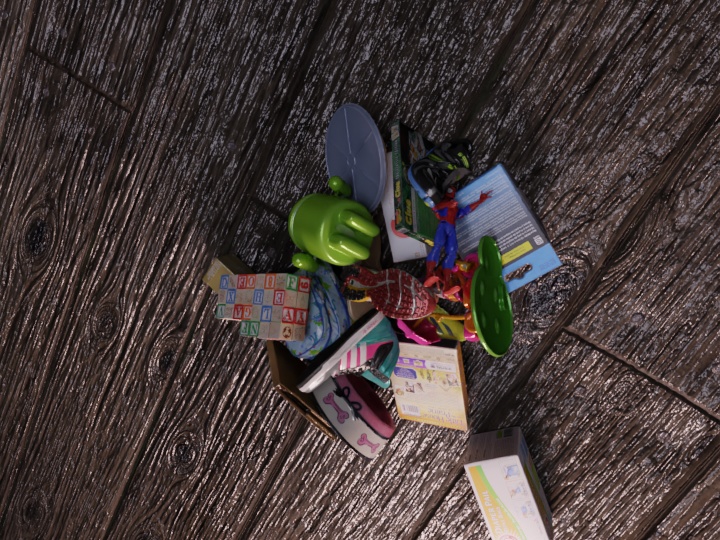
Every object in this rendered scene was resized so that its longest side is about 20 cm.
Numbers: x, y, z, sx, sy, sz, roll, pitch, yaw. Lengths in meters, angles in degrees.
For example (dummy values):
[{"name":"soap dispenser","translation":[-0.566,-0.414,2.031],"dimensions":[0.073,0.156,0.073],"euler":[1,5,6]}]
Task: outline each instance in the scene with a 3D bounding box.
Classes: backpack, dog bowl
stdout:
[{"name":"backpack","translation":[-0.096,0.077,1.007],"dimensions":[0.163,0.154,0.200],"euler":[-32,89,24]},{"name":"dog bowl","translation":[-0.012,0.263,1.005],"dimensions":[0.074,0.200,0.200],"euler":[-40,86,3]}]

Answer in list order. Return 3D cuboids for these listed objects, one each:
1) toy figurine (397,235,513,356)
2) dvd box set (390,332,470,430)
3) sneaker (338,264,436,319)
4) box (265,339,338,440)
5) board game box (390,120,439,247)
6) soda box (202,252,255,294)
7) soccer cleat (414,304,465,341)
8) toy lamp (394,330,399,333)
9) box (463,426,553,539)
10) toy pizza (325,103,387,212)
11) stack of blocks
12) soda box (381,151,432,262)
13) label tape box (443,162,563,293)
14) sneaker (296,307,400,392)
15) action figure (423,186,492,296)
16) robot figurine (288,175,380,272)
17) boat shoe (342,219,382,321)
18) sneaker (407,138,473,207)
[{"name":"toy figurine","translation":[0.144,0.052,0.886],"dimensions":[0.184,0.150,0.200],"euler":[-11,70,36]},{"name":"dvd box set","translation":[0.128,0.211,0.982],"dimensions":[0.146,0.029,0.200],"euler":[3,121,29]},{"name":"sneaker","translation":[0.053,0.031,0.873],"dimensions":[0.200,0.082,0.078],"euler":[19,98,48]},{"name":"box","translation":[-0.115,0.219,0.998],"dimensions":[0.021,0.200,0.164],"euler":[-42,113,3]},{"name":"board game box","translation":[0.095,-0.147,0.884],"dimensions":[0.023,0.105,0.200],"euler":[-18,63,39]},{"name":"soda box","translation":[-0.234,0.054,1.098],"dimensions":[0.200,0.068,0.064],"euler":[42,111,7]},{"name":"soccer cleat","translation":[0.118,0.071,0.985],"dimensions":[0.200,0.065,0.084],"euler":[26,105,13]},{"name":"toy lamp","translation":[0.080,0.134,1.016],"dimensions":[0.200,0.058,0.058],"euler":[22,107,16]},{"name":"box","translation":[0.282,0.418,0.972],"dimensions":[0.101,0.112,0.200],"euler":[-19,95,21]},{"name":"toy pizza","translation":[-0.005,-0.201,0.943],"dimensions":[0.200,0.032,0.201],"euler":[33,131,50]},{"name":"stack of blocks","translation":[-0.187,0.067,0.962],"dimensions":[0.200,0.059,0.115],"euler":[-1,80,42]},{"name":"soda box","translation":[0.080,-0.120,0.960],"dimensions":[0.068,0.064,0.200],"euler":[-10,98,20]},{"name":"label tape box","translation":[0.241,-0.067,0.914],"dimensions":[0.144,0.063,0.200],"euler":[-32,89,24]},{"name":"sneaker","translation":[-0.006,0.173,0.920],"dimensions":[0.200,0.084,0.121],"euler":[-41,99,-3]},{"name":"action figure","translation":[0.153,-0.070,0.823],"dimensions":[0.065,0.200,0.099],"euler":[24,143,-22]},{"name":"robot figurine","translation":[-0.054,-0.076,0.925],"dimensions":[0.200,0.116,0.176],"euler":[23,90,53]},{"name":"boat shoe","translation":[0.000,0.000,0.992],"dimensions":[0.072,0.065,0.200],"euler":[3,82,-23]},{"name":"sneaker","translation":[0.138,-0.172,0.856],"dimensions":[0.083,0.200,0.071],"euler":[-25,109,39]}]
